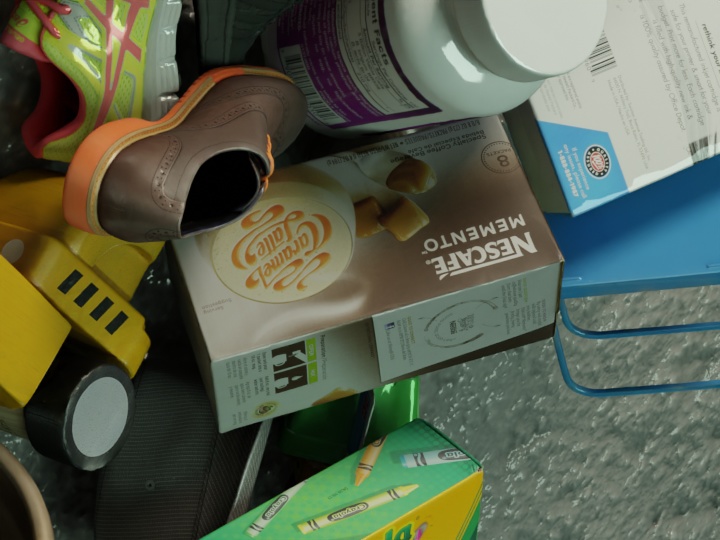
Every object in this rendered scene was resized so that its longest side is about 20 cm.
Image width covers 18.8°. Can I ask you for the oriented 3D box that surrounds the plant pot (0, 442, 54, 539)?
[{"bbox_3d":[-0.254,0.200,1.141,0.200,0.200,0.175,-33,150,-27],"label":"plant pot"}]

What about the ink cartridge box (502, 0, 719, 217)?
[{"bbox_3d":[0.185,-0.123,1.302,0.199,0.068,0.117,-23,97,-11],"label":"ink cartridge box"}]

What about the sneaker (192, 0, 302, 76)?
[{"bbox_3d":[-0.037,-0.161,1.140,0.103,0.060,0.200,-6,156,-5],"label":"sneaker"}]

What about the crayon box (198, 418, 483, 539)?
[{"bbox_3d":[-0.024,0.179,1.213,0.199,0.058,0.120,-26,136,-33],"label":"crayon box"}]

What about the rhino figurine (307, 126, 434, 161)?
[{"bbox_3d":[0.035,-0.112,1.325,0.201,0.060,0.087,-59,143,-2],"label":"rhino figurine"}]

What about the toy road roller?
[{"bbox_3d":[-0.186,-0.001,1.128,0.200,0.122,0.147,48,62,-49],"label":"toy road roller"}]

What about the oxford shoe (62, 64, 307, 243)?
[{"bbox_3d":[-0.071,-0.054,1.128,0.200,0.072,0.072,-37,140,-54],"label":"oxford shoe"}]

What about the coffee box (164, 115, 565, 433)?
[{"bbox_3d":[0.000,0.000,1.199,0.198,0.115,0.080,-15,146,-9],"label":"coffee box"}]

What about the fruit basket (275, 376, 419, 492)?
[{"bbox_3d":[-0.022,0.121,1.347,0.093,0.186,0.201,18,113,-6],"label":"fruit basket"}]

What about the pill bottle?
[{"bbox_3d":[0.040,-0.135,1.178,0.112,0.199,0.113,2,87,-34],"label":"pill bottle"}]

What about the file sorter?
[{"bbox_3d":[0.187,-0.034,1.397,0.123,0.137,0.201,72,17,-48],"label":"file sorter"}]

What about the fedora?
[{"bbox_3d":[-0.106,0.122,1.272,0.090,0.177,0.202,14,104,-3],"label":"fedora"}]

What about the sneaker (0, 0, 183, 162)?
[{"bbox_3d":[-0.142,-0.141,1.119,0.090,0.078,0.202,-14,118,-26],"label":"sneaker"}]
